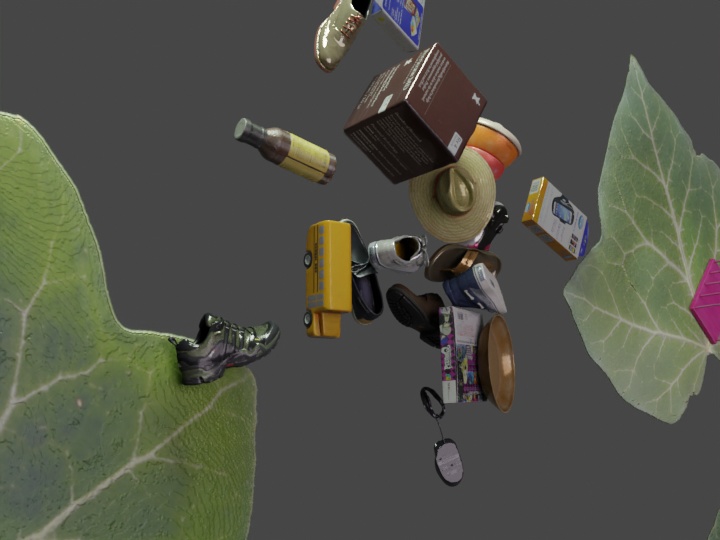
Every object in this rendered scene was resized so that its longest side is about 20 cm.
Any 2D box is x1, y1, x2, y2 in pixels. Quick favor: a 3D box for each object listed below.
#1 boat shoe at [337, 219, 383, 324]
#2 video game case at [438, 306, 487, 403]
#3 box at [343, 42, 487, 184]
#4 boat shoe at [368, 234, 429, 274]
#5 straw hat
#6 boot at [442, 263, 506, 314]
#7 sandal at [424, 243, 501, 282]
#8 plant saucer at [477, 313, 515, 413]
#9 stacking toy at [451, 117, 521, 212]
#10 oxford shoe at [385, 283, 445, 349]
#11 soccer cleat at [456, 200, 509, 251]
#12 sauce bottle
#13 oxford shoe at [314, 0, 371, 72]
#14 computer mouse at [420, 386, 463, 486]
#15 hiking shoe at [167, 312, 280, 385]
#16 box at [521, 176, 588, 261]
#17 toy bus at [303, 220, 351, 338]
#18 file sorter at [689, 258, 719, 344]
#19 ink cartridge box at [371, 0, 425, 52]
[{"bbox_3d":[0.000,0.000,1.660,0.073,0.062,0.205,-12,88,-37],"label":"boat shoe"},{"bbox_3d":[0.207,0.172,1.756,0.199,0.035,0.186,14,72,-65],"label":"video game case"},{"bbox_3d":[0.106,-0.301,1.713,0.164,0.198,0.168,43,58,-23],"label":"box"},{"bbox_3d":[0.097,-0.040,1.696,0.201,0.085,0.076,4,73,-59],"label":"boat shoe"},{"bbox_3d":[0.195,-0.161,1.775,0.196,0.085,0.207,0,89,-4],"label":"straw hat"},{"bbox_3d":[0.231,0.047,1.767,0.200,0.089,0.074,45,28,-57],"label":"boot"},{"bbox_3d":[0.218,-0.007,1.783,0.196,0.054,0.082,3,111,-32],"label":"sandal"},{"bbox_3d":[0.279,0.194,1.825,0.199,0.035,0.205,-6,90,-67],"label":"plant saucer"},{"bbox_3d":[0.242,-0.210,1.873,0.145,0.145,0.203,34,79,-28],"label":"stacking toy"},{"bbox_3d":[0.119,0.074,1.740,0.200,0.072,0.086,42,55,-39],"label":"oxford shoe"},{"bbox_3d":[0.237,-0.061,1.865,0.070,0.086,0.202,40,82,-36],"label":"soccer cleat"},{"bbox_3d":[-0.135,-0.219,1.590,0.197,0.064,0.066,24,67,-34],"label":"sauce bottle"},{"bbox_3d":[-0.033,-0.477,1.715,0.070,0.074,0.204,33,63,-29],"label":"oxford shoe"},{"bbox_3d":[0.157,0.330,1.747,0.057,0.034,0.205,-14,85,-22],"label":"computer mouse"},{"bbox_3d":[-0.219,0.111,1.454,0.198,0.075,0.103,-26,101,-38],"label":"hiking shoe"},{"bbox_3d":[0.465,-0.114,2.070,0.199,0.041,0.121,37,61,-30],"label":"box"},{"bbox_3d":[-0.058,0.018,1.598,0.064,0.078,0.205,7,77,-37],"label":"toy bus"},{"bbox_3d":[1.025,0.077,2.426,0.140,0.124,0.201,50,55,-20],"label":"file sorter"},{"bbox_3d":[0.071,-0.588,1.803,0.199,0.046,0.202,31,63,-51],"label":"ink cartridge box"}]
